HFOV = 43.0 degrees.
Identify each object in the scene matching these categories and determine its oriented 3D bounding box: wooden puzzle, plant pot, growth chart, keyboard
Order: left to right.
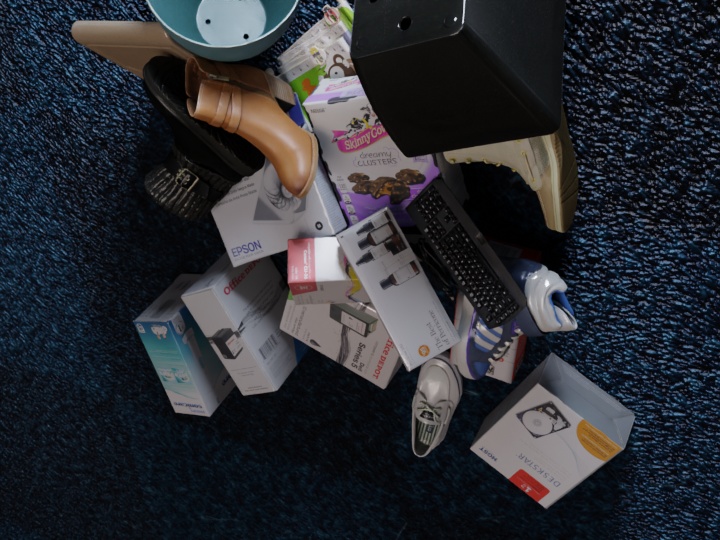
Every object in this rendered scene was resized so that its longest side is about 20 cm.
[{"bbox_3d":[-0.272,-0.292,1.269,0.183,0.038,0.200,10,168,31],"label":"wooden puzzle"},{"bbox_3d":[-0.168,-0.347,1.151,0.199,0.201,0.135,35,169,3],"label":"plant pot"},{"bbox_3d":[-0.042,-0.265,1.233,0.145,0.018,0.199,47,134,-9],"label":"growth chart"},{"bbox_3d":[0.095,-0.261,0.982,0.197,0.203,0.177,-5,160,33],"label":"plant pot"},{"bbox_3d":[0.119,-0.010,1.160,0.201,0.039,0.104,56,134,14],"label":"keyboard"}]

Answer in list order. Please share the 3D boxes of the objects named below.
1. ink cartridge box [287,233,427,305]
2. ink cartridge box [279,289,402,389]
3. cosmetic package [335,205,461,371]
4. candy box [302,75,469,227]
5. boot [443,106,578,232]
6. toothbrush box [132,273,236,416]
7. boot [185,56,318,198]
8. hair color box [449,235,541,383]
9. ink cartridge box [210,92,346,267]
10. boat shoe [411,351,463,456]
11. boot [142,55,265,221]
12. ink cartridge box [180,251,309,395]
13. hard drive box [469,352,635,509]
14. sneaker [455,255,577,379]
[{"bbox_3d":[0.000,0.000,1.288,0.197,0.068,0.117,-3,163,1],"label":"ink cartridge box"},{"bbox_3d":[-0.011,0.068,1.413,0.198,0.084,0.146,29,133,10],"label":"ink cartridge box"},{"bbox_3d":[0.049,0.025,1.198,0.082,0.051,0.202,-29,85,0],"label":"cosmetic package"},{"bbox_3d":[0.036,-0.159,1.214,0.166,0.072,0.202,-1,127,30],"label":"candy box"},{"bbox_3d":[0.185,-0.141,1.150,0.153,0.072,0.202,-3,116,32],"label":"boot"},{"bbox_3d":[-0.285,0.128,1.583,0.084,0.147,0.202,0,124,31],"label":"toothbrush box"},{"bbox_3d":[-0.143,-0.183,1.164,0.074,0.153,0.202,-46,51,33],"label":"boot"},{"bbox_3d":[0.189,0.056,1.299,0.100,0.061,0.202,18,129,19],"label":"hair color box"},{"bbox_3d":[-0.138,-0.124,1.296,0.198,0.041,0.202,-17,99,33],"label":"ink cartridge box"},{"bbox_3d":[0.119,0.220,1.459,0.073,0.067,0.202,15,129,20],"label":"boat shoe"},{"bbox_3d":[-0.249,-0.170,1.241,0.157,0.080,0.211,-28,115,34],"label":"boot"},{"bbox_3d":[-0.177,0.077,1.478,0.083,0.145,0.201,-13,115,38],"label":"ink cartridge box"},{"bbox_3d":[0.284,0.243,1.371,0.155,0.077,0.201,36,134,3],"label":"hard drive box"},{"bbox_3d":[0.209,0.079,1.205,0.145,0.080,0.202,18,123,26],"label":"sneaker"}]
